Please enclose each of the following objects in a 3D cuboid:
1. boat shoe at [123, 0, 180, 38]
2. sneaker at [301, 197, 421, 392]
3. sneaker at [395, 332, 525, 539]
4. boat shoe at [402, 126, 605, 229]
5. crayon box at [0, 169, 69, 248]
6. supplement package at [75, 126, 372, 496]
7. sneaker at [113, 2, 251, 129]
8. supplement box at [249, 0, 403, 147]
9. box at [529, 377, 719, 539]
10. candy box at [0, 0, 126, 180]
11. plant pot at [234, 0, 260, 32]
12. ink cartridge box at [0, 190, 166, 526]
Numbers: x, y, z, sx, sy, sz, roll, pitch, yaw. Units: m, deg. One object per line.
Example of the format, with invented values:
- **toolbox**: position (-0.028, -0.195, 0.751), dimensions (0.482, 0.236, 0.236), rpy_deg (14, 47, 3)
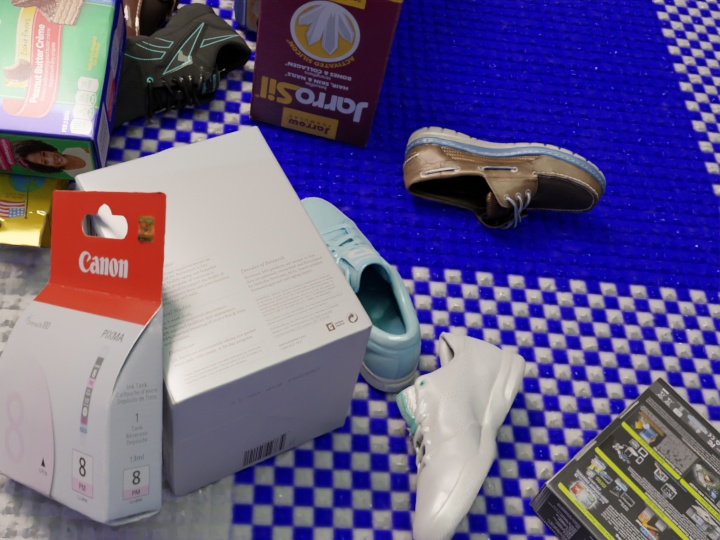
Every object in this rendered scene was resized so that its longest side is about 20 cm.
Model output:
- **boat shoe**: position (-0.221, -0.296, 0.988), dimensions (0.069, 0.071, 0.203), rpy_deg (1, 54, -6)
- **sneaker**: position (0.000, 0.000, 0.811), dimensions (0.073, 0.083, 0.201), rpy_deg (-20, 60, -25)
- **sneaker**: position (0.062, 0.128, 0.738), dimensions (0.087, 0.076, 0.201), rpy_deg (26, 43, 4)
- **boat shoe**: position (0.135, -0.078, 0.911), dimensions (0.196, 0.073, 0.073), rpy_deg (10, 56, 8)
- **crayon box**: position (-0.322, -0.093, 0.831), dimensions (0.124, 0.051, 0.203), rpy_deg (6, 53, -7)
- **supplement package**: position (-0.110, 0.028, 0.724), dimensions (0.149, 0.152, 0.202), rpy_deg (-19, 60, -23)
- **sneaker**: position (-0.186, -0.192, 0.918), dimensions (0.079, 0.076, 0.200), rpy_deg (34, 55, 11)
- **supplement box**: position (-0.031, -0.235, 0.902), dimensions (0.128, 0.202, 0.105), rpy_deg (12, 52, -2)
- **box**: position (0.257, 0.204, 0.740), dimensions (0.159, 0.045, 0.200), rpy_deg (-33, 66, -29)
- **candy box**: position (-0.309, -0.171, 0.799), dimensions (0.195, 0.077, 0.172), rpy_deg (4, 63, -6)
- **plant pot**: position (-0.036, -0.352, 0.996), dimensions (0.196, 0.201, 0.183), rpy_deg (13, 58, -3)
- **ink cartridge box**: position (-0.192, 0.050, 0.636), dimensions (0.056, 0.205, 0.161), rpy_deg (-7, 8, -44)
